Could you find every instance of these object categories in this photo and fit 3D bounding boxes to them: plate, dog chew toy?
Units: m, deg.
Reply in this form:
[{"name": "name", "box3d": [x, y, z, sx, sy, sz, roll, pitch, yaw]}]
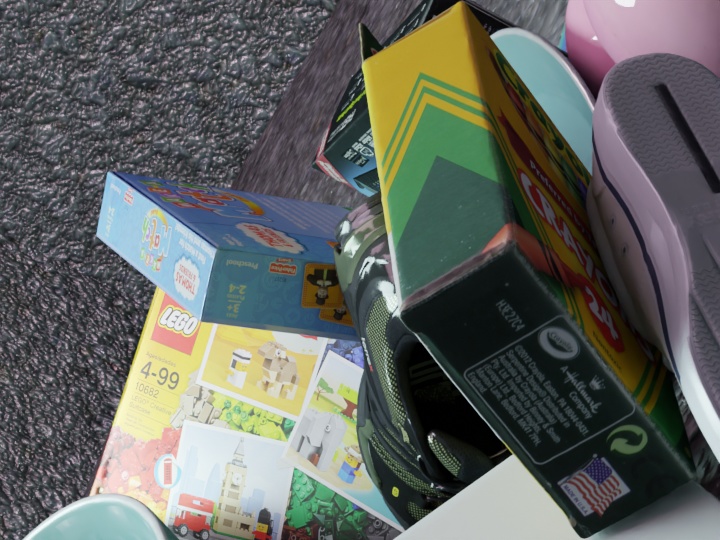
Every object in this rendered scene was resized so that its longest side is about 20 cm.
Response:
[{"name": "plate", "box3d": [0.094, -0.016, 1.232, 0.200, 0.025, 0.201, 168, 90, -71]}, {"name": "dog chew toy", "box3d": [0.149, -0.114, 1.199, 0.200, 0.124, 0.125, 115, 178, -67]}]

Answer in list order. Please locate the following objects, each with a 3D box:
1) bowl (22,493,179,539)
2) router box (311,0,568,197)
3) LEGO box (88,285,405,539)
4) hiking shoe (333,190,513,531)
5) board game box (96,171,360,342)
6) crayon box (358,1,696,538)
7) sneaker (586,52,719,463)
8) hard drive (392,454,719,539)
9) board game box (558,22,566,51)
[{"name": "bowl", "box3d": [-0.108, 0.211, 1.182, 0.201, 0.105, 0.201, -36, 39, 35]}, {"name": "router box", "box3d": [0.070, -0.068, 1.416, 0.062, 0.149, 0.200, -66, 8, -15]}, {"name": "LEGO box", "box3d": [-0.014, 0.086, 1.231, 0.077, 0.200, 0.149, 14, -86, -56]}, {"name": "hiking shoe", "box3d": [0.037, 0.067, 1.065, 0.101, 0.075, 0.200, -112, 2, -53]}, {"name": "board game box", "box3d": [0.000, 0.000, 1.166, 0.151, 0.199, 0.037, -147, 68, -64]}, {"name": "crayon box", "box3d": [0.057, -0.013, 0.976, 0.051, 0.127, 0.200, -31, 32, 15]}, {"name": "sneaker", "box3d": [0.132, 0.015, 0.919, 0.071, 0.073, 0.200, 91, 167, -51]}, {"name": "hard drive", "box3d": [0.036, 0.133, 0.938, 0.200, 0.026, 0.132, -34, 30, -10]}, {"name": "board game box", "box3d": [0.179, -0.196, 1.505, 0.200, 0.045, 0.152, -56, 11, 42]}]
